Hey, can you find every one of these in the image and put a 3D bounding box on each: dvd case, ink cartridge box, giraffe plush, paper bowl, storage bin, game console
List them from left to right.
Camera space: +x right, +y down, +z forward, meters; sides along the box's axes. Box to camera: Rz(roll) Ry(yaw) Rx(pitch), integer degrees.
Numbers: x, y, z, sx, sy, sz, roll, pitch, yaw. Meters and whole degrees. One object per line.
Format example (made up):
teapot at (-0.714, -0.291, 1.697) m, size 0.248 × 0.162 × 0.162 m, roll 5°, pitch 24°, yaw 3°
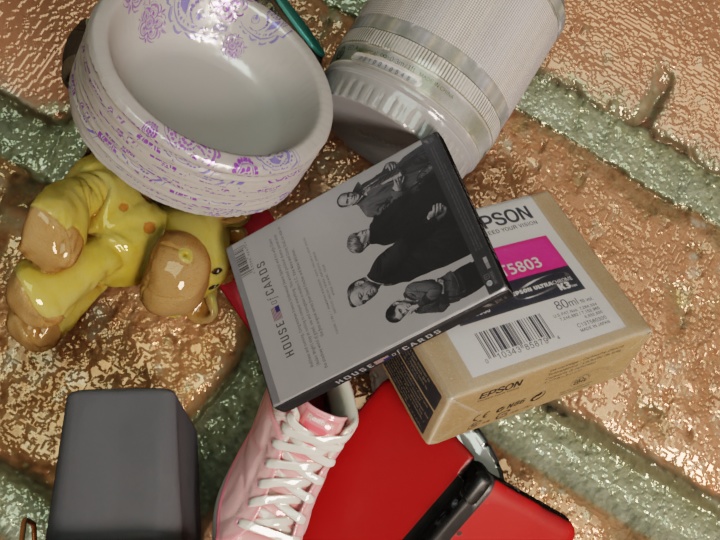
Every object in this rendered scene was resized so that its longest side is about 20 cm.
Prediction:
storage bin at (-0.188, 0.176, 0.771) m, size 0.145 × 0.200 × 0.135 m, roll -1°, pitch 69°, yaw -3°
giraffe plush at (-0.186, -0.015, 0.827) m, size 0.161 × 0.173 × 0.201 m, roll 21°, pitch 54°, yaw -8°
paper bowl at (-0.130, -0.129, 0.779) m, size 0.200 × 0.104 × 0.201 m, roll 18°, pitch 47°, yaw -21°
dvd case at (0.000, 0.000, 0.754) m, size 0.199 × 0.025 × 0.151 m, roll -28°, pitch 61°, yaw 14°
game console at (0.045, 0.224, 0.822) m, size 0.172 × 0.119 × 0.200 m, roll 32°, pitch 104°, yaw -26°
ink cartridge box at (0.109, 0.032, 0.807) m, size 0.199 × 0.075 × 0.165 m, roll -16°, pitch 57°, yaw -24°

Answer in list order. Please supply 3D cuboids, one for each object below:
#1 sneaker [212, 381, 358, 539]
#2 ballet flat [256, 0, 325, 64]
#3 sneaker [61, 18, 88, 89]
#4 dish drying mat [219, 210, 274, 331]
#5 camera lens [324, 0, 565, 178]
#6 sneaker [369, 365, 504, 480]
sneaker at (-0.059, 0.157, 0.779) m, size 0.075 × 0.105 × 0.201 m, roll 23°, pitch 63°, yaw -15°
ballet flat at (-0.101, -0.261, 0.918) m, size 0.075 × 0.068 × 0.201 m, roll -28°, pitch 76°, yaw 15°
sneaker at (-0.170, -0.199, 0.894) m, size 0.199 × 0.071 × 0.076 m, roll 2°, pitch 64°, yaw -9°
dish drying mat at (-0.090, 0.003, 0.887) m, size 0.077 × 0.018 × 0.200 m, roll -35°, pitch 84°, yaw -5°
camera lens at (0.072, -0.191, 0.857) m, size 0.160 × 0.160 × 0.201 m, roll 32°, pitch 80°, yaw 3°
sneaker at (0.042, 0.121, 0.847) m, size 0.087 × 0.075 × 0.201 m, roll -32°, pitch 82°, yaw -2°
